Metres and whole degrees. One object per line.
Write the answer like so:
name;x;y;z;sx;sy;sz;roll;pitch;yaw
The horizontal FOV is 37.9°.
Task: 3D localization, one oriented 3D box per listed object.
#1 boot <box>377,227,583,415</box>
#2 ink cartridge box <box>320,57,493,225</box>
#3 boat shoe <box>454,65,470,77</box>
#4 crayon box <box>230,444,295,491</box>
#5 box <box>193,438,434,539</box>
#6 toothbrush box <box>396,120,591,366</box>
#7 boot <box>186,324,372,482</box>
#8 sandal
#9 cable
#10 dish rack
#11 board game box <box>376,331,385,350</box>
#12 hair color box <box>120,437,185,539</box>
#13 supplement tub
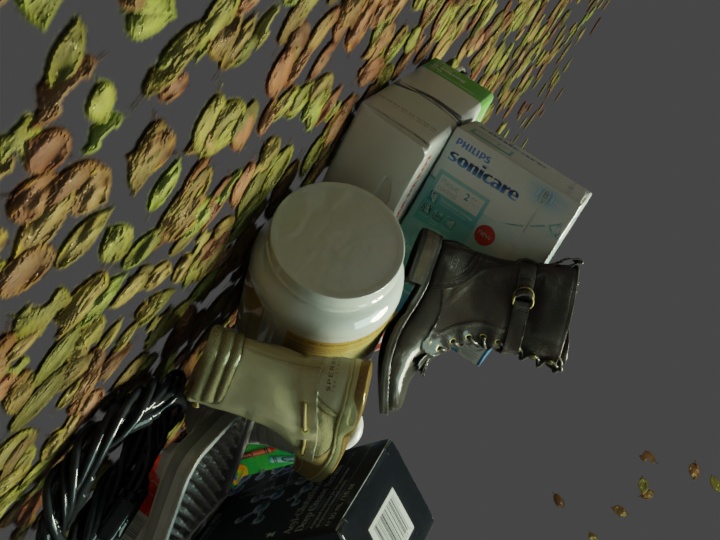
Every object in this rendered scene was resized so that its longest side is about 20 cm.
boot;0.114;0.064;1.000;0.069;0.173;0.201;-102;-150;-83
ink cartridge box;0.044;-0.122;1.093;0.200;0.084;0.146;-42;164;-57
boat shoe;0.080;-0.149;1.253;0.201;0.063;0.073;-55;171;3
crayon box;-0.151;0.284;1.247;0.119;0.058;0.200;-40;166;-51
box;-0.052;0.269;1.039;0.199;0.108;0.149;-20;-164;29
toothbrush box;0.120;-0.030;1.074;0.201;0.146;0.085;-59;170;20
boot;-0.082;0.123;0.960;0.200;0.154;0.073;113;-9;-58
sandal;-0.090;0.155;1.127;0.050;0.201;0.083;37;56;-69
cable;-0.220;0.167;0.923;0.201;0.051;0.163;-58;164;-15
dish rack;-0.168;0.216;1.032;0.201;0.043;0.172;-68;169;25
board game box;-0.051;0.124;1.359;0.199;0.020;0.103;-26;175;30
hair color box;-0.217;0.256;1.201;0.102;0.061;0.200;-58;171;16
supplement tub;-0.039;0.023;0.995;0.145;0.144;0.200;-49;170;-32
